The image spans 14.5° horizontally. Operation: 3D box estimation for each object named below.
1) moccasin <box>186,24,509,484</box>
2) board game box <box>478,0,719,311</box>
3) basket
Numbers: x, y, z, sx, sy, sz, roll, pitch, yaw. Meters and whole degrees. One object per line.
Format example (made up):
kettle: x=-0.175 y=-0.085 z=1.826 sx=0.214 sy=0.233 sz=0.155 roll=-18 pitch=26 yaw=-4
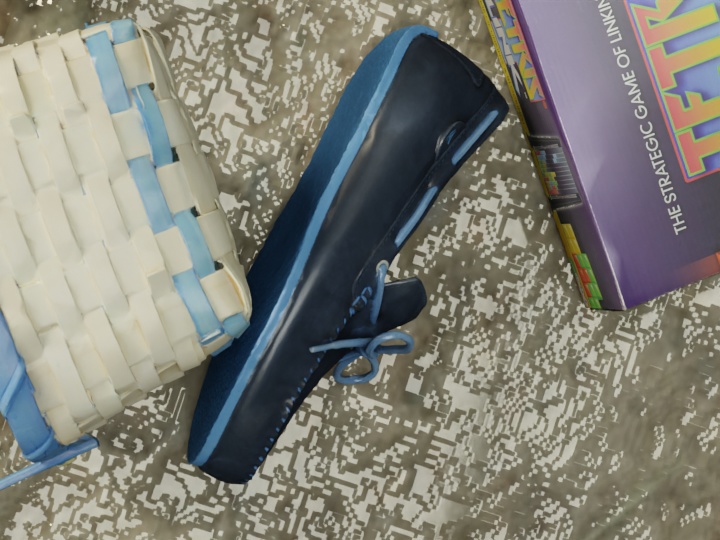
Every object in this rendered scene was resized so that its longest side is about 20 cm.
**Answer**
moccasin: x=0.000 y=0.000 z=1.129 sx=0.068 sy=0.080 sz=0.201 roll=30 pitch=85 yaw=-15
board game box: x=0.141 y=-0.104 z=1.171 sx=0.165 sy=0.057 sz=0.201 roll=-21 pitch=95 yaw=-13
basket: x=-0.148 y=0.001 z=1.064 sx=0.199 sy=0.139 sz=0.177 roll=-19 pitch=91 yaw=-5
